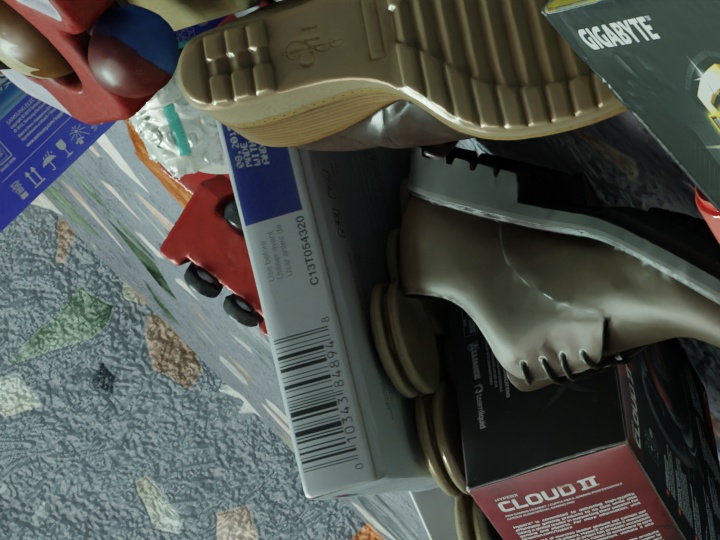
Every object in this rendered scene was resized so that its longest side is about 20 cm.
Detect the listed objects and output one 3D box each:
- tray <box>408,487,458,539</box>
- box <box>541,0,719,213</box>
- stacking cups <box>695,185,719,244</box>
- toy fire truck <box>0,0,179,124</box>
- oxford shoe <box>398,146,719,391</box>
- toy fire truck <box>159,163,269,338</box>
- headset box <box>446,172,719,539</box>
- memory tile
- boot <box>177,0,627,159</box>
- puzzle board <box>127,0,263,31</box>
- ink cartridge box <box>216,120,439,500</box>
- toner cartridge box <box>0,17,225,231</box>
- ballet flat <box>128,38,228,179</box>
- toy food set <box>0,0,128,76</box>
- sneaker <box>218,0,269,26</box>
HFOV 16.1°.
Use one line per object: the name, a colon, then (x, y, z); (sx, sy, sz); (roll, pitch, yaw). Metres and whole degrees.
tray: (0.052, 0.087, 1.217); (0.201, 0.022, 0.107); (66, -153, -2)
box: (0.148, -0.040, 0.739); (0.160, 0.049, 0.200); (46, 171, -12)
stacking cups: (0.183, 0.035, 0.901); (0.200, 0.060, 0.060); (54, 167, -32)
toy fire truck: (-0.144, -0.121, 0.943); (0.168, 0.112, 0.200); (29, 162, 47)
oxford shoe: (0.098, 0.013, 0.997); (0.199, 0.085, 0.072); (20, -171, 39)
toy fire truck: (-0.033, -0.009, 1.318); (0.200, 0.049, 0.141); (37, -160, 11)
headset box: (0.101, 0.066, 1.123); (0.200, 0.075, 0.149); (55, -157, -47)
memory tile: (0.046, 0.037, 1.138); (0.200, 0.017, 0.154); (-71, -38, -62)
boot: (0.048, -0.080, 0.936); (0.199, 0.073, 0.166); (-3, 180, 26)
puzzle board: (-0.106, -0.158, 0.996); (0.151, 0.017, 0.200); (49, 170, -11)
ink cartridge box: (0.000, 0.000, 1.122); (0.200, 0.043, 0.198); (14, -119, -73)
toner cartridge box: (-0.131, -0.101, 1.237); (0.043, 0.200, 0.095); (49, 170, -19)
ballet flat: (-0.059, -0.079, 1.178); (0.072, 0.072, 0.200); (44, -159, 5)
toy food set: (-0.192, -0.144, 1.092); (0.060, 0.199, 0.144); (-19, 85, 49)
sneaker: (-0.119, -0.128, 1.334); (0.200, 0.116, 0.078); (49, 170, -19)
